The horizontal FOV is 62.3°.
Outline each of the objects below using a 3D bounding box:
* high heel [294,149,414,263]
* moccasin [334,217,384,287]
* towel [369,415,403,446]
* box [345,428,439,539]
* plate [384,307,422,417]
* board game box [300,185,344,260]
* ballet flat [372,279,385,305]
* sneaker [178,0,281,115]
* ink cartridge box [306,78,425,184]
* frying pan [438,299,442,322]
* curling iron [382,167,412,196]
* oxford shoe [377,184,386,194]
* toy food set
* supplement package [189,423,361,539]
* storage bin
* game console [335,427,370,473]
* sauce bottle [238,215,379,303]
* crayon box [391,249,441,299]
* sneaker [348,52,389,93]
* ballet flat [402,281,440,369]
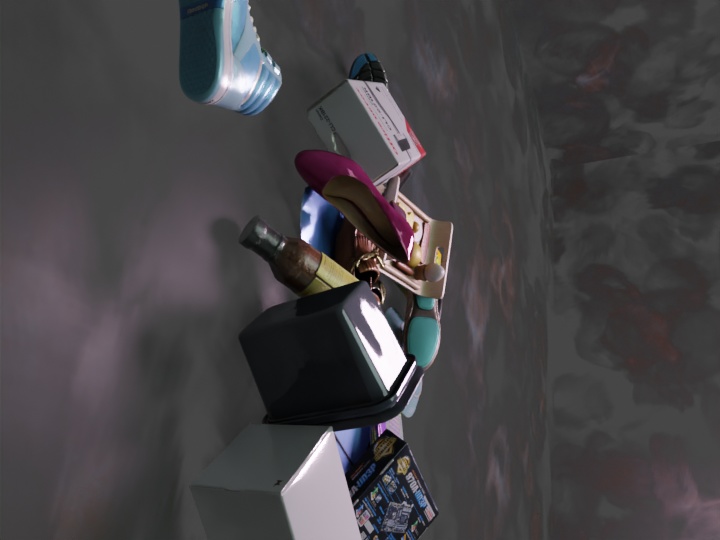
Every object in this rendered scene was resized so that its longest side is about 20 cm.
[{"bbox_3d":[-0.004,-0.086,0.800,0.198,0.068,0.097,26,35,-25],"label":"high heel"},{"bbox_3d":[-0.001,-0.001,0.866,0.074,0.077,0.205,36,59,-54],"label":"moccasin"},{"bbox_3d":[0.040,0.233,0.982,0.144,0.022,0.203,54,27,-57],"label":"towel"},{"bbox_3d":[0.028,0.353,0.865,0.159,0.046,0.202,-42,131,-22],"label":"box"},{"bbox_3d":[0.083,0.166,1.096,0.200,0.025,0.204,-13,90,-74],"label":"plate"},{"bbox_3d":[-0.049,-0.064,0.900,0.200,0.038,0.161,-41,126,-54],"label":"board game box"},{"bbox_3d":[0.006,0.066,0.971,0.200,0.046,0.069,-39,120,-60],"label":"ballet flat"},{"bbox_3d":[-0.145,-0.279,0.701,0.130,0.078,0.204,10,85,-61],"label":"sneaker"},{"bbox_3d":[0.016,-0.213,0.937,0.145,0.083,0.200,57,24,-3],"label":"ink cartridge box"},{"bbox_3d":[0.130,0.121,1.151,0.115,0.030,0.193,30,71,-69],"label":"frying pan"},{"bbox_3d":[0.042,-0.106,0.989,0.050,0.025,0.201,60,44,-35],"label":"curling iron"},{"bbox_3d":[0.043,-0.125,1.054,0.201,0.073,0.071,61,37,-38],"label":"oxford shoe"},{"bbox_3d":[0.094,-0.049,0.988,0.199,0.060,0.146,31,65,-52],"label":"toy food set"},{"bbox_3d":[-0.081,0.289,0.660,0.120,0.119,0.203,-40,121,-59],"label":"supplement package"},{"bbox_3d":[-0.040,0.098,0.719,0.146,0.198,0.136,-44,114,-57],"label":"storage bin"},{"bbox_3d":[-0.030,0.259,0.875,0.202,0.031,0.178,65,32,-34],"label":"game console"},{"bbox_3d":[-0.063,0.003,0.758,0.199,0.066,0.067,40,46,-24],"label":"sauce bottle"},{"bbox_3d":[0.115,-0.010,1.207,0.200,0.051,0.128,49,43,-51],"label":"crayon box"},{"bbox_3d":[0.024,-0.287,1.075,0.082,0.072,0.203,-78,158,-65],"label":"sneaker"},{"bbox_3d":[0.108,0.087,1.071,0.067,0.067,0.203,122,-20,-67],"label":"ballet flat"}]
